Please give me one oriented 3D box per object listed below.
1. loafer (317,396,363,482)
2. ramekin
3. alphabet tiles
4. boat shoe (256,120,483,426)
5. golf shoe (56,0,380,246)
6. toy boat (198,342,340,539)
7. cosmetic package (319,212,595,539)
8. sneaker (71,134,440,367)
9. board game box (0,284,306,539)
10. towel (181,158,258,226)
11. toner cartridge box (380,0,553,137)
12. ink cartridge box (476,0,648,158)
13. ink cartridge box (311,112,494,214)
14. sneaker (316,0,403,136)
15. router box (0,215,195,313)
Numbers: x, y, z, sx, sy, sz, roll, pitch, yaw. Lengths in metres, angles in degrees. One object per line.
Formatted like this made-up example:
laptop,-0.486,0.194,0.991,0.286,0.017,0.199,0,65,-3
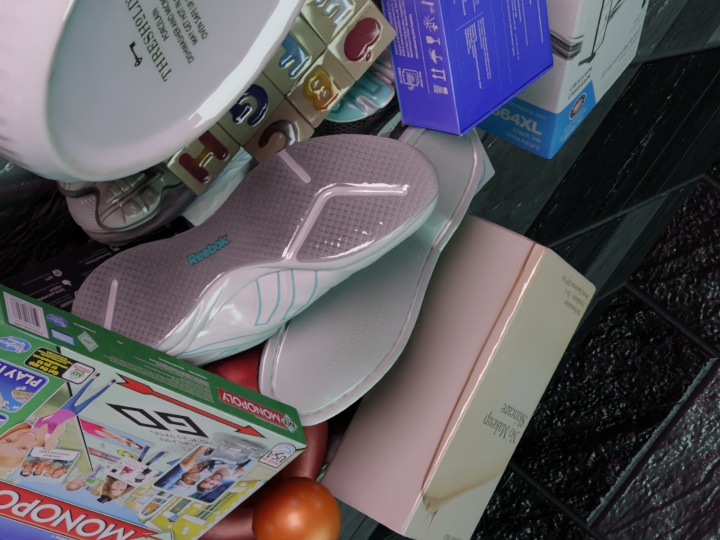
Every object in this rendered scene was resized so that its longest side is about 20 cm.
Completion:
loafer,-0.001,0.092,1.241,0.200,0.076,0.067,-30,175,-4
ramekin,-0.096,-0.125,0.690,0.202,0.094,0.203,-44,159,-22
alphabet tiles,-0.058,-0.130,0.849,0.167,0.006,0.200,-50,141,-4
boat shoe,0.000,0.000,0.999,0.200,0.076,0.060,-54,-160,-19
golf shoe,-0.077,-0.087,0.954,0.200,0.078,0.097,-37,169,-16
toy boat,-0.064,0.120,1.045,0.130,0.131,0.200,-44,163,-6
cosmetic package,0.064,0.074,1.149,0.103,0.073,0.200,29,86,-60
sneaker,-0.048,-0.005,0.914,0.200,0.071,0.080,-27,155,9
board game box,-0.142,0.088,0.892,0.135,0.029,0.200,-42,136,23
towel,-0.060,-0.075,1.103,0.191,0.032,0.200,-32,155,-53
toner cartridge box,0.050,-0.182,0.949,0.095,0.043,0.201,-38,130,-39
ink cartridge box,0.142,-0.202,1.220,0.146,0.084,0.200,-48,158,-36
ink cartridge box,0.030,-0.021,1.136,0.146,0.048,0.200,-46,124,-28
sneaker,0.024,-0.152,1.046,0.200,0.077,0.091,-54,166,-22
router box,-0.175,0.064,0.991,0.200,0.062,0.150,-28,155,-46
